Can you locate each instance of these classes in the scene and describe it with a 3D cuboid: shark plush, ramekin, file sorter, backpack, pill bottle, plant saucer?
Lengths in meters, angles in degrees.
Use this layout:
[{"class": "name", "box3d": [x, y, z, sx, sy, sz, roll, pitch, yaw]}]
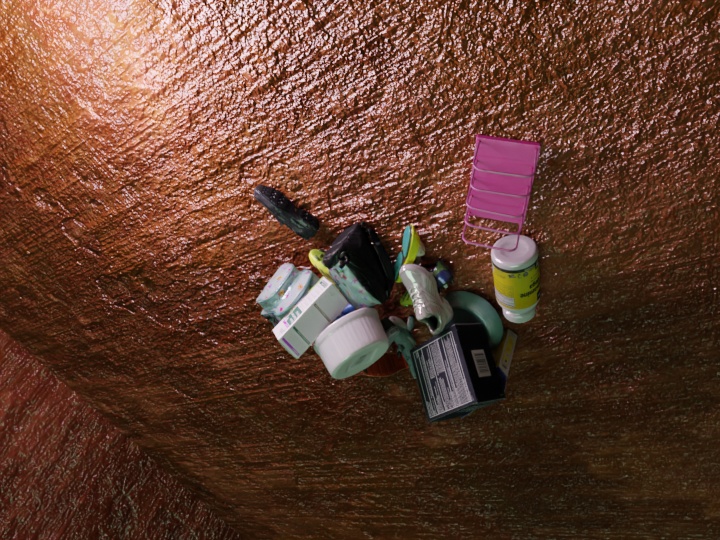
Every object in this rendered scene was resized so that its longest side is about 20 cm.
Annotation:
[{"class": "shark plush", "box3d": [0.118, 0.224, 1.626, 0.088, 0.083, 0.206, -1, 112, 28]}, {"class": "ramekin", "box3d": [-0.018, 0.198, 1.453, 0.099, 0.196, 0.202, 58, 141, 24]}, {"class": "file sorter", "box3d": [0.299, -0.162, 1.193, 0.134, 0.127, 0.204, 11, 134, 13]}, {"class": "backpack", "box3d": [0.000, 0.000, 1.441, 0.125, 0.168, 0.202, -18, 115, 47]}, {"class": "pill bottle", "box3d": [0.381, 0.026, 1.341, 0.109, 0.114, 0.204, 0, 132, 22]}, {"class": "plant saucer", "box3d": [0.292, 0.153, 1.515, 0.195, 0.036, 0.205, 21, 131, 25]}, {"class": "backpack", "box3d": [-0.189, 0.075, 1.558, 0.197, 0.178, 0.154, 3, 141, 53]}]

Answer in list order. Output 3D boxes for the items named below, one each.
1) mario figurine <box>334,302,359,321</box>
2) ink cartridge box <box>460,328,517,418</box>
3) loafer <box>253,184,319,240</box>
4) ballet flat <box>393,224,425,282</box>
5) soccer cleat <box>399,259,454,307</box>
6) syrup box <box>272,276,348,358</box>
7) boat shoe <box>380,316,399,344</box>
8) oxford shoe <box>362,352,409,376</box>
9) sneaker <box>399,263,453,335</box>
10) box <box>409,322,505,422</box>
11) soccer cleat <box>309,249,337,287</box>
[{"class": "mario figurine", "box3d": [-0.064, 0.152, 1.555, 0.195, 0.106, 0.127, -20, 101, 26]}, {"class": "ink cartridge box", "box3d": [0.345, 0.286, 1.532, 0.047, 0.201, 0.198, 37, 135, -2]}, {"class": "loafer", "box3d": [-0.202, -0.149, 1.459, 0.198, 0.069, 0.070, 34, 126, -15]}, {"class": "ballet flat", "box3d": [0.131, -0.043, 1.430, 0.065, 0.068, 0.203, 4, 139, -10]}, {"class": "soccer cleat", "box3d": [0.170, 0.035, 1.489, 0.199, 0.064, 0.085, -35, 85, 45]}, {"class": "syrup box", "box3d": [-0.131, 0.122, 1.440, 0.082, 0.200, 0.079, 47, 173, -22]}, {"class": "boat shoe", "box3d": [0.051, 0.202, 1.579, 0.057, 0.067, 0.201, 53, 140, 18]}, {"class": "oxford shoe", "box3d": [0.093, 0.291, 1.689, 0.193, 0.073, 0.073, -8, 158, -14]}, {"class": "sneaker", "box3d": [0.162, 0.076, 1.404, 0.077, 0.100, 0.201, -30, 104, 42]}, {"class": "box", "box3d": [0.251, 0.270, 1.458, 0.120, 0.206, 0.197, 3, 154, -37]}, {"class": "soccer cleat", "box3d": [-0.070, 0.019, 1.549, 0.197, 0.066, 0.084, 35, 131, -12]}]
